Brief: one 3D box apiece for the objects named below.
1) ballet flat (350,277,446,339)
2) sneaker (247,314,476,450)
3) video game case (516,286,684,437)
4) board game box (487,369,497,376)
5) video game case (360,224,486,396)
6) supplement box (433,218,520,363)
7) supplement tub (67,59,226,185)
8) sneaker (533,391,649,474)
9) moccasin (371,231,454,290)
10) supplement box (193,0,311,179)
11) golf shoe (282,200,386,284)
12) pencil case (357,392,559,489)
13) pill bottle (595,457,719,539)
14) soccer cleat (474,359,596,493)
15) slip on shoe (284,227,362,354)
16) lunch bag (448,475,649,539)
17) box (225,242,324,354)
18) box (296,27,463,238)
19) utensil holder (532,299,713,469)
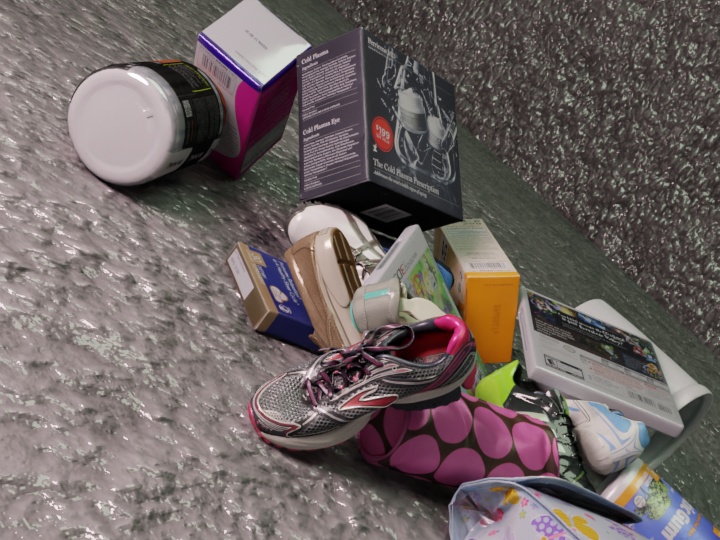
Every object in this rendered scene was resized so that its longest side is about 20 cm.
[{"bbox_3d":[0.065,0.065,0.883,0.200,0.063,0.068,36,41,-48],"label":"ballet flat"},{"bbox_3d":[0.000,0.084,0.772,0.075,0.198,0.081,81,-12,-55],"label":"sneaker"},{"bbox_3d":[0.287,0.109,1.139,0.198,0.024,0.182,22,29,-8],"label":"video game case"},{"bbox_3d":[0.156,0.161,1.102,0.157,0.039,0.201,23,23,-42],"label":"board game box"},{"bbox_3d":[0.074,0.071,0.997,0.202,0.022,0.182,64,26,-13],"label":"video game case"},{"bbox_3d":[0.149,0.023,1.254,0.072,0.128,0.200,-1,23,-7],"label":"supplement box"},{"bbox_3d":[-0.223,-0.167,1.018,0.122,0.123,0.200,38,18,0],"label":"supplement tub"},{"bbox_3d":[0.249,0.176,1.040,0.200,0.072,0.073,-163,-122,-72],"label":"sneaker"},{"bbox_3d":[0.020,-0.005,1.143,0.198,0.081,0.068,24,9,17],"label":"moccasin"},{"bbox_3d":[-0.147,-0.224,1.164,0.101,0.200,0.103,40,58,5],"label":"supplement box"},{"bbox_3d":[0.000,0.000,1.025,0.199,0.078,0.095,36,16,-15],"label":"golf shoe"},{"bbox_3d":[0.098,0.158,0.877,0.198,0.090,0.095,24,55,-29],"label":"pencil case"},{"bbox_3d":[0.330,0.305,0.982,0.200,0.112,0.112,42,18,14],"label":"pill bottle"},{"bbox_3d":[0.198,0.176,0.967,0.200,0.081,0.068,49,-3,34],"label":"soccer cleat"},{"bbox_3d":[-0.019,0.061,0.912,0.076,0.060,0.202,-33,104,-72],"label":"slip on shoe"},{"bbox_3d":[0.185,0.255,0.798,0.169,0.128,0.200,28,5,-32],"label":"lunch bag"},{"bbox_3d":[-0.046,0.046,1.002,0.199,0.032,0.122,26,21,-38],"label":"box"},{"bbox_3d":[0.025,-0.156,1.104,0.199,0.103,0.185,16,66,-51],"label":"box"},{"bbox_3d":[0.355,0.165,1.293,0.200,0.171,0.169,46,19,32],"label":"utensil holder"}]
